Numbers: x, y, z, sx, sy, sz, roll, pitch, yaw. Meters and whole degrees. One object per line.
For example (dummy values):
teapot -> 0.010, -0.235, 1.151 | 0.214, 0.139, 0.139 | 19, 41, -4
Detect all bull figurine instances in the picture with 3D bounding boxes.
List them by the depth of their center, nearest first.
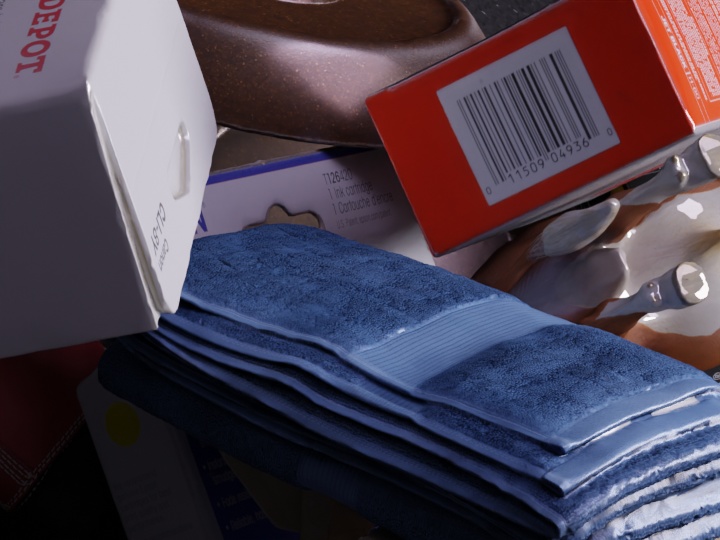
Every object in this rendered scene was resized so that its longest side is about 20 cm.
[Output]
bull figurine -> 0.125, -0.006, 0.935 | 0.199, 0.121, 0.065 | -18, 78, -33

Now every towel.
towel -> 0.020, 0.033, 0.828 | 0.199, 0.049, 0.111 | 21, 27, 40

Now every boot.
boot -> -0.112, 0.014, 0.990 | 0.144, 0.072, 0.200 | 34, 34, -13

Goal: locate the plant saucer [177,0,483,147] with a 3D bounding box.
plant saucer -> -0.036, -0.099, 1.084 | 0.199, 0.035, 0.200 | 12, 19, -4

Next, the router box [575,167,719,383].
router box -> 0.128, 0.027, 1.156 | 0.052, 0.201, 0.158 | -10, 43, -8

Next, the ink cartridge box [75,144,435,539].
ink cartridge box -> -0.017, 0.063, 0.977 | 0.197, 0.047, 0.201 | -15, 83, -58

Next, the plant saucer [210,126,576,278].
plant saucer -> 0.000, 0.000, 1.120 | 0.199, 0.035, 0.202 | 10, 61, -19

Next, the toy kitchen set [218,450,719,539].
toy kitchen set -> 0.029, 0.136, 0.892 | 0.162, 0.182, 0.200 | 11, 17, 23

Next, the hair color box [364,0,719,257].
hair color box -> 0.085, -0.061, 0.976 | 0.062, 0.101, 0.200 | 65, 20, 3

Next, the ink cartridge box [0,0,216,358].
ink cartridge box -> -0.155, -0.033, 0.850 | 0.145, 0.199, 0.084 | -85, 162, -61
